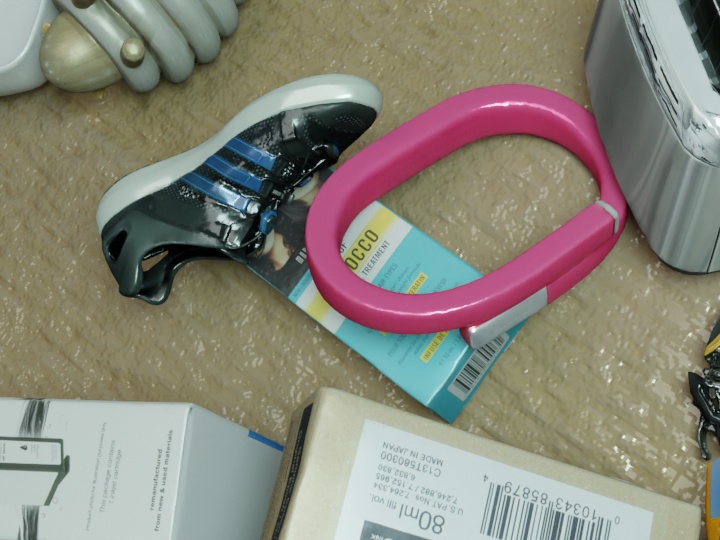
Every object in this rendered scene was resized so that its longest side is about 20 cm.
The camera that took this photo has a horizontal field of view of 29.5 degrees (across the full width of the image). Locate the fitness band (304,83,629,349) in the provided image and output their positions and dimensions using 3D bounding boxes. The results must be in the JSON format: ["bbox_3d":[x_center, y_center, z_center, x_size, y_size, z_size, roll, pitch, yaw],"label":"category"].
[{"bbox_3d":[0.062,-0.035,0.782,0.199,0.038,0.144,-32,55,-18],"label":"fitness band"}]

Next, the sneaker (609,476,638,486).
[{"bbox_3d":[0.057,0.137,0.721,0.198,0.118,0.075,-7,68,20],"label":"sneaker"}]

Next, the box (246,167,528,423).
[{"bbox_3d":[0.000,0.000,0.833,0.199,0.049,0.083,36,89,29],"label":"box"}]

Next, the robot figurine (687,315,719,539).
[{"bbox_3d":[0.237,0.097,0.689,0.143,0.058,0.202,-3,71,22],"label":"robot figurine"}]

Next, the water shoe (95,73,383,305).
[{"bbox_3d":[-0.065,-0.043,0.814,0.199,0.071,0.080,-27,67,21],"label":"water shoe"}]

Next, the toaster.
[{"bbox_3d":[0.189,-0.107,0.730,0.112,0.129,0.202,-12,65,-4],"label":"toaster"}]

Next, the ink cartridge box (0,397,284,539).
[{"bbox_3d":[-0.155,0.129,0.802,0.198,0.146,0.085,-1,72,24],"label":"ink cartridge box"}]

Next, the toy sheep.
[{"bbox_3d":[-0.135,-0.194,0.917,0.200,0.138,0.138,-41,60,-9],"label":"toy sheep"}]

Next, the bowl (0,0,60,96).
[{"bbox_3d":[-0.289,-0.216,1.023,0.198,0.075,0.202,2,73,23],"label":"bowl"}]

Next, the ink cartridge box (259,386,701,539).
[{"bbox_3d":[0.046,0.165,0.637,0.198,0.075,0.166,18,70,-9],"label":"ink cartridge box"}]
